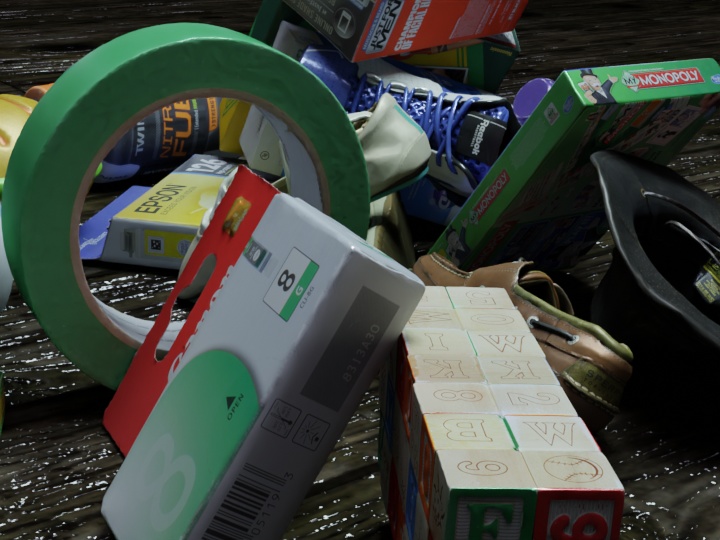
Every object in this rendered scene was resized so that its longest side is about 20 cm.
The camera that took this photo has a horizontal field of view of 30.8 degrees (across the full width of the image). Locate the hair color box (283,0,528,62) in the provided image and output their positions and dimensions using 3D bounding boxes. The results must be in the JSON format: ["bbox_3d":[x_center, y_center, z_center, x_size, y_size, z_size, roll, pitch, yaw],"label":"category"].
[{"bbox_3d":[0.032,-0.220,0.960,0.111,0.064,0.199,43,39,22],"label":"hair color box"}]

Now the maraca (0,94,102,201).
[{"bbox_3d":[-0.284,-0.070,0.942,0.198,0.109,0.136,-10,16,-34],"label":"maraca"}]

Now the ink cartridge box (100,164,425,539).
[{"bbox_3d":[-0.070,0.036,0.597,0.050,0.162,0.200,28,4,-35],"label":"ink cartridge box"}]

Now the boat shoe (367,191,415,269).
[{"bbox_3d":[0.000,-0.001,0.866,0.065,0.072,0.201,-19,23,12],"label":"boat shoe"}]

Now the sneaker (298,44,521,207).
[{"bbox_3d":[0.047,-0.104,0.908,0.197,0.082,0.115,22,-6,-16],"label":"sneaker"}]

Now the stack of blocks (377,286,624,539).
[{"bbox_3d":[0.044,0.092,0.517,0.058,0.117,0.200,1,18,-5],"label":"stack of blocks"}]

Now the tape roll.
[{"bbox_3d":[-0.092,-0.029,0.712,0.198,0.203,0.048,-6,20,-26],"label":"tape roll"}]

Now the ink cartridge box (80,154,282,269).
[{"bbox_3d":[-0.114,-0.047,1.005,0.197,0.048,0.198,8,20,8],"label":"ink cartridge box"}]

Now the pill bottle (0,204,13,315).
[{"bbox_3d":[-0.254,-0.010,0.744,0.107,0.110,0.200,-3,14,-18],"label":"pill bottle"}]

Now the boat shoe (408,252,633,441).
[{"bbox_3d":[0.091,0.031,0.744,0.072,0.068,0.200,27,11,-34],"label":"boat shoe"}]

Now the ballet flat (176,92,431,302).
[{"bbox_3d":[-0.049,-0.052,0.852,0.198,0.070,0.070,-29,16,11],"label":"ballet flat"}]

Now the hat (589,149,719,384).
[{"bbox_3d":[0.182,0.016,0.774,0.200,0.081,0.202,33,30,-22],"label":"hat"}]

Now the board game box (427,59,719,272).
[{"bbox_3d":[0.139,-0.059,0.867,0.133,0.200,0.029,-9,61,-34],"label":"board game box"}]

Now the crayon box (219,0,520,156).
[{"bbox_3d":[0.003,-0.154,1.068,0.197,0.173,0.059,12,44,-20],"label":"crayon box"}]

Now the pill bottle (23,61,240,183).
[{"bbox_3d":[-0.196,-0.135,1.149,0.198,0.108,0.106,-15,26,-41],"label":"pill bottle"}]

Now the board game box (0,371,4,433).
[{"bbox_3d":[-0.237,0.098,0.586,0.133,0.030,0.200,1,19,-10],"label":"board game box"}]

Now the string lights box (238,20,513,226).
[{"bbox_3d":[0.018,-0.107,1.009,0.198,0.104,0.059,16,21,-22],"label":"string lights box"}]

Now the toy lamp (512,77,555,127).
[{"bbox_3d":[0.184,-0.076,0.969,0.199,0.059,0.058,32,0,-36],"label":"toy lamp"}]
